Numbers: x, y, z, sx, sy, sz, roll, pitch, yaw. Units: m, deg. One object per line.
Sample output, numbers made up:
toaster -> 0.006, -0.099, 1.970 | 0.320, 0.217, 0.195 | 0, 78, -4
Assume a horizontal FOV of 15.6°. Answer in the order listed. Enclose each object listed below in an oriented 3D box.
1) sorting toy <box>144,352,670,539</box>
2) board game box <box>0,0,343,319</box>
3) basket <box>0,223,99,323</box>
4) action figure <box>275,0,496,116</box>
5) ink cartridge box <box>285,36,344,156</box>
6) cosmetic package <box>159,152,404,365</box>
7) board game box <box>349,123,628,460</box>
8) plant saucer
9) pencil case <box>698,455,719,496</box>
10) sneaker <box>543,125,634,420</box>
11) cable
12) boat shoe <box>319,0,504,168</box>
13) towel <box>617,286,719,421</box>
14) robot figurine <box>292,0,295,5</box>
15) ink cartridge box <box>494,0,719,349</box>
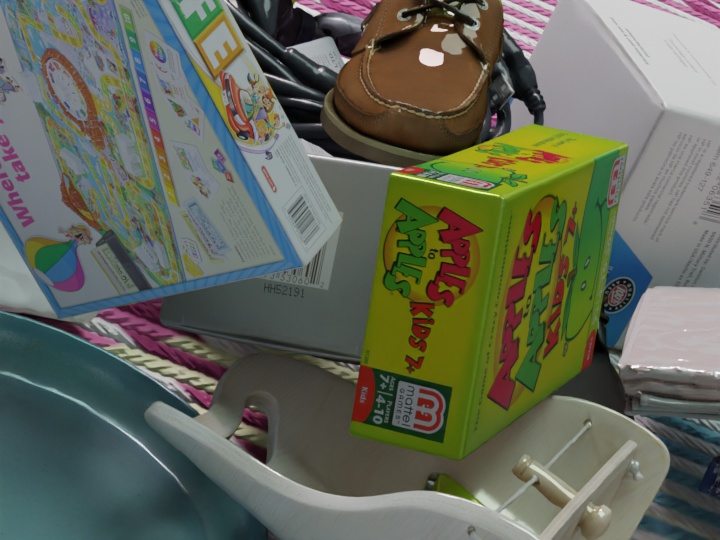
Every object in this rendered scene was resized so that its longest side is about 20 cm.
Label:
sorting toy -> 0.008, 0.090, 1.038 | 0.180, 0.107, 0.200 | 31, 16, 11
board game box -> -0.109, -0.081, 1.005 | 0.034, 0.134, 0.200 | -51, 120, -45
basket -> -0.187, -0.112, 1.150 | 0.197, 0.201, 0.161 | 12, 26, -25
action figure -> -0.023, -0.118, 1.415 | 0.199, 0.130, 0.069 | 22, 27, -20
ink cartridge box -> -0.046, -0.043, 1.287 | 0.120, 0.042, 0.200 | 63, 28, 2
cosmetic package -> 0.000, 0.000, 1.147 | 0.106, 0.091, 0.200 | 8, -5, 20
board game box -> 0.056, 0.003, 1.062 | 0.047, 0.102, 0.200 | 13, 12, 17
plant saucer -> -0.132, 0.079, 1.031 | 0.199, 0.027, 0.200 | 21, 25, -10
pencil case -> 0.250, 0.102, 1.289 | 0.085, 0.093, 0.200 | 41, 27, 24
sneaker -> 0.094, 0.011, 1.298 | 0.075, 0.107, 0.200 | 13, 27, -28
cable -> -0.009, -0.119, 1.304 | 0.163, 0.051, 0.200 | -17, 60, -39
boat shoe -> 0.027, -0.099, 1.165 | 0.072, 0.068, 0.200 | 15, 20, -3
towel -> 0.227, 0.043, 1.255 | 0.199, 0.032, 0.191 | 4, 13, 10
robot figurine -> -0.119, -0.188, 1.472 | 0.199, 0.116, 0.175 | 26, -8, 1
ink cartridge box -> 0.190, -0.043, 1.456 | 0.199, 0.148, 0.145 | 13, 27, -28
